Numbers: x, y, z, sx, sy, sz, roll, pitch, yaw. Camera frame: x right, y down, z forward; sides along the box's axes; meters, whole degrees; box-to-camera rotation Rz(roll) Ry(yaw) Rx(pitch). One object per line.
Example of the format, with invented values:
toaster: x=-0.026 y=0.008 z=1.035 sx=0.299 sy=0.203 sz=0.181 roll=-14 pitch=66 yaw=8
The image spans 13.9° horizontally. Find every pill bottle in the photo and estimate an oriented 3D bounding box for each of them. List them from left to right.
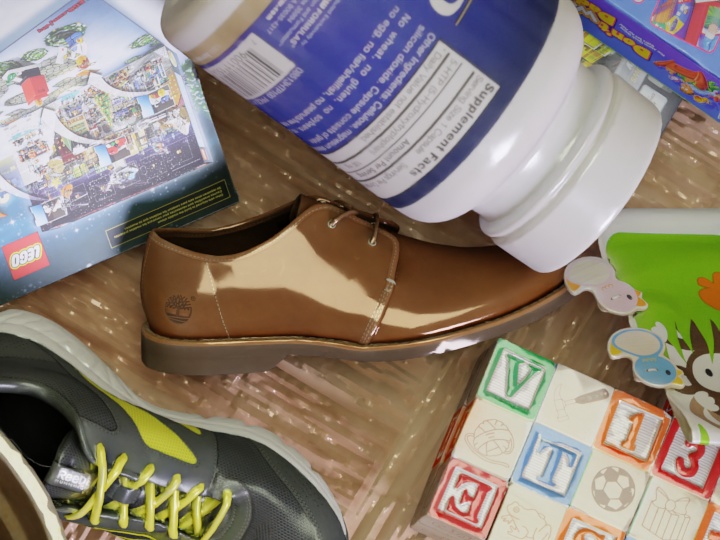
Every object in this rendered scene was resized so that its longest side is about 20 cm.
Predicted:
pill bottle: x=0.025 y=-0.092 z=1.262 sx=0.200 sy=0.120 sz=0.120 roll=35 pitch=77 yaw=-16

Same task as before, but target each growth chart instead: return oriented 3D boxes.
growth chart: x=0.177 y=0.040 z=1.305 sx=0.144 sy=0.018 sz=0.200 roll=-8 pitch=51 yaw=-34

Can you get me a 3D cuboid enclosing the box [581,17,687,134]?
box: x=0.101 y=-0.156 z=1.374 sx=0.161 sy=0.049 sz=0.201 roll=33 pitch=76 yaw=-3

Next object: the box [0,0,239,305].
box: x=-0.166 y=-0.056 z=1.292 sx=0.199 sy=0.038 sz=0.137 roll=-23 pitch=119 yaw=-11

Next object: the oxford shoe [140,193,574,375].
oxford shoe: x=0.000 y=0.000 z=1.311 sx=0.199 sy=0.071 sz=0.072 roll=-5 pitch=106 yaw=-8

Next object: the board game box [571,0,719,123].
board game box: x=0.171 y=-0.184 z=1.343 sx=0.134 sy=0.045 sz=0.201 roll=34 pitch=75 yaw=-2

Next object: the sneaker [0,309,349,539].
sneaker: x=-0.101 y=0.093 z=1.275 sx=0.199 sy=0.085 sz=0.075 roll=27 pitch=109 yaw=5

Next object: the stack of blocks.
stack of blocks: x=0.136 y=0.100 z=1.324 sx=0.199 sy=0.059 sz=0.116 roll=24 pitch=77 yaw=-2

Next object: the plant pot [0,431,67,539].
plant pot: x=-0.216 y=0.149 z=1.208 sx=0.199 sy=0.184 sz=0.202 roll=1 pitch=79 yaw=-6
